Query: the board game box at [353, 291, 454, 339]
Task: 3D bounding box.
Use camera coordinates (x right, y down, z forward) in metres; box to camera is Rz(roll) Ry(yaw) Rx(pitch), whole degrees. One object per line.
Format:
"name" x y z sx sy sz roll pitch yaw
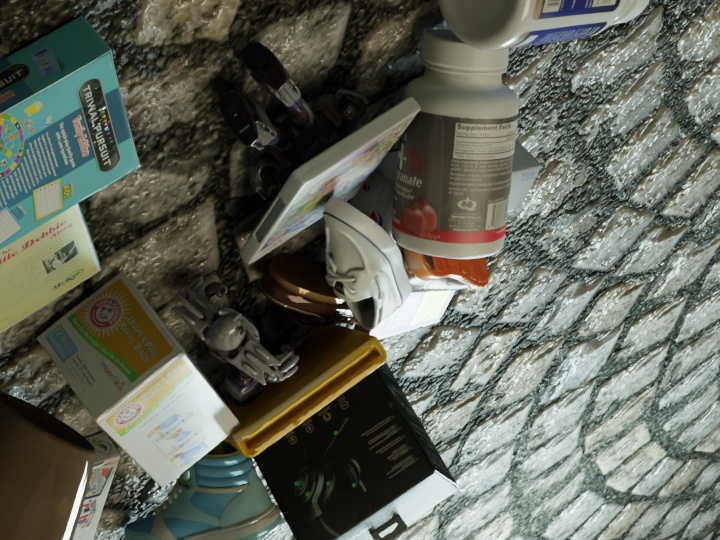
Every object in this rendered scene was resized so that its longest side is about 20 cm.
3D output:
"board game box" 0.074 -0.009 1.995 0.120 0.032 0.201 -18 145 -42

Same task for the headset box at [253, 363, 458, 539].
"headset box" -0.013 0.206 1.983 0.174 0.201 0.093 -35 153 7

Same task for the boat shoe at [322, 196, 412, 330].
"boat shoe" 0.000 0.000 1.748 0.066 0.073 0.200 -53 149 -13

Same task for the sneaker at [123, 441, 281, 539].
"sneaker" -0.188 0.238 1.978 0.199 0.132 0.079 -15 -171 25

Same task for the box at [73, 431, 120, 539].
"box" -0.320 0.258 1.868 0.110 0.035 0.201 -17 144 -38

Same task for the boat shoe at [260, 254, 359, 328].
"boat shoe" -0.039 0.030 1.857 0.199 0.070 0.071 6 125 -55

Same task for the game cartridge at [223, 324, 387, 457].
"game cartridge" -0.070 0.121 1.872 0.176 0.033 0.200 -35 -171 -10

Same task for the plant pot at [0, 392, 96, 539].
"plant pot" -0.329 0.215 1.656 0.175 0.200 0.200 -59 152 0

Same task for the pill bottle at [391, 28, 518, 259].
"pill bottle" 0.090 -0.120 1.702 0.110 0.110 0.202 -11 112 -44

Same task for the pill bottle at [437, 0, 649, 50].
"pill bottle" 0.173 -0.266 1.651 0.199 0.116 0.116 -12 141 -43

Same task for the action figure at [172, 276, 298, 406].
"action figure" -0.120 0.067 1.742 0.069 0.130 0.200 -39 170 -10

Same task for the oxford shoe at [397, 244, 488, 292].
"oxford shoe" 0.076 -0.010 1.922 0.072 0.072 0.200 -19 166 26

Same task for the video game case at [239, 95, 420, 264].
"video game case" -0.031 -0.081 1.677 0.143 0.018 0.200 -35 174 -26

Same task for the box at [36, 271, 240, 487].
"box" -0.206 0.106 1.707 0.101 0.113 0.200 -38 154 -5

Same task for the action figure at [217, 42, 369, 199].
"action figure" -0.060 -0.125 1.612 0.130 0.069 0.200 -49 155 4

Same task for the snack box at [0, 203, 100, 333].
"snack box" -0.317 0.010 1.508 0.199 0.037 0.116 -33 152 -16

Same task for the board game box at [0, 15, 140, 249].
"board game box" -0.276 -0.089 1.405 0.199 0.047 0.151 -33 151 -17

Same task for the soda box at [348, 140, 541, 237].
"soda box" 0.089 -0.089 1.852 0.199 0.068 0.064 -15 143 -40
